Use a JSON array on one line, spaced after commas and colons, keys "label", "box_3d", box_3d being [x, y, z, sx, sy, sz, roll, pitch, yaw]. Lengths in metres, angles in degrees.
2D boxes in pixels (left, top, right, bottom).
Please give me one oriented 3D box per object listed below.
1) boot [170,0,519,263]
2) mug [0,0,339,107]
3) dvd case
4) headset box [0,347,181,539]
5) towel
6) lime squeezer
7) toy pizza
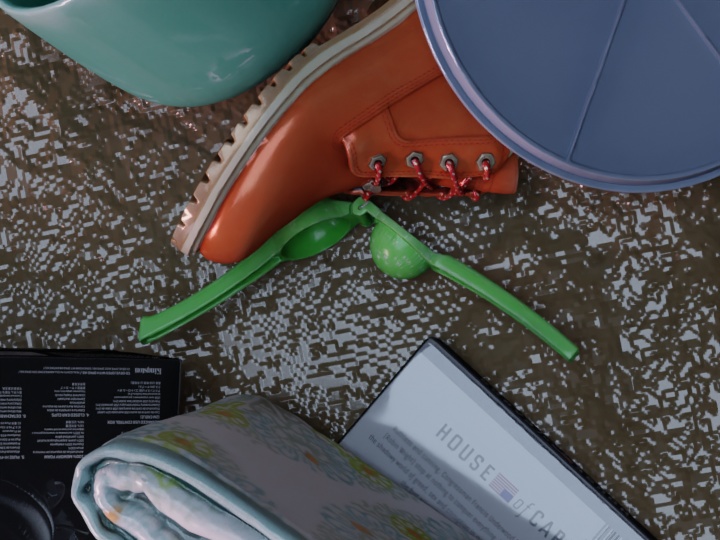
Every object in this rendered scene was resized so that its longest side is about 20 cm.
[{"label": "boot", "box_3d": [0.012, -0.056, 0.886, 0.200, 0.075, 0.107, -42, 89, -9]}, {"label": "mug", "box_3d": [-0.061, -0.159, 0.882, 0.185, 0.114, 0.152, -43, 41, 16]}, {"label": "dvd case", "box_3d": [0.023, 0.154, 0.923, 0.150, 0.025, 0.200, 42, 98, 11]}, {"label": "headset box", "box_3d": [-0.162, 0.135, 0.902, 0.077, 0.148, 0.202, 4, 92, 58]}, {"label": "towel", "box_3d": [-0.005, 0.122, 0.831, 0.199, 0.171, 0.048, 34, 99, 12]}, {"label": "lime squeezer", "box_3d": [0.000, 0.000, 0.915, 0.198, 0.038, 0.071, 3, 58, 10]}, {"label": "toy pizza", "box_3d": [0.114, -0.133, 0.871, 0.198, 0.032, 0.202, 0, 90, -14]}]
